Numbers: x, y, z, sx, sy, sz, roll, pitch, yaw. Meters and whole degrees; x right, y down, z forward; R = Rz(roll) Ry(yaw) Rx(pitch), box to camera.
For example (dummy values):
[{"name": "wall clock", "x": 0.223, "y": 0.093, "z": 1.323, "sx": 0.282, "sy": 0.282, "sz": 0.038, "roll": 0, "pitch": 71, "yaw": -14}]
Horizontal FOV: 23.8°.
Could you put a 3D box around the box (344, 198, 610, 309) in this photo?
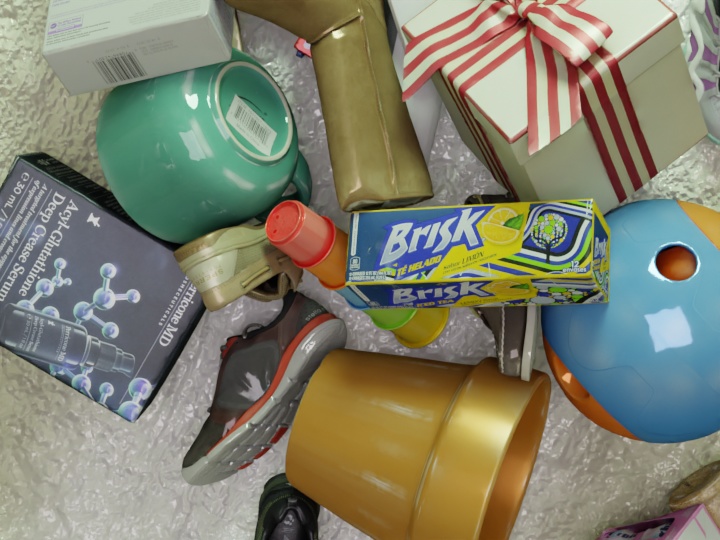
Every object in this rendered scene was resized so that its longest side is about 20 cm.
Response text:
[{"name": "box", "x": 0.092, "y": -0.011, "z": 1.338, "sx": 0.199, "sy": 0.070, "sz": 0.065, "roll": -3, "pitch": 70, "yaw": 20}]

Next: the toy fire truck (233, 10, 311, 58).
[{"name": "toy fire truck", "x": -0.110, "y": -0.219, "z": 1.468, "sx": 0.199, "sy": 0.049, "sz": 0.142, "roll": 33, "pitch": 97, "yaw": -3}]

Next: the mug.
[{"name": "mug", "x": -0.115, "y": -0.112, "z": 1.423, "sx": 0.114, "sy": 0.184, "sz": 0.153, "roll": -24, "pitch": 81, "yaw": 39}]

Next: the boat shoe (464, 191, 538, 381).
[{"name": "boat shoe", "x": 0.117, "y": 0.010, "z": 1.426, "sx": 0.059, "sy": 0.201, "sz": 0.072, "roll": 3, "pitch": 137, "yaw": -1}]

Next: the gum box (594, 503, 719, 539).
[{"name": "gum box", "x": 0.285, "y": 0.304, "z": 1.476, "sx": 0.113, "sy": 0.066, "sz": 0.201, "roll": -27, "pitch": 97, "yaw": 44}]

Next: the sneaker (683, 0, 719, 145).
[{"name": "sneaker", "x": 0.312, "y": -0.201, "z": 1.410, "sx": 0.077, "sy": 0.140, "sz": 0.202, "roll": -3, "pitch": 96, "yaw": 2}]

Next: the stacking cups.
[{"name": "stacking cups", "x": 0.000, "y": 0.000, "z": 1.423, "sx": 0.061, "sy": 0.061, "sz": 0.200, "roll": -47, "pitch": 137, "yaw": 6}]

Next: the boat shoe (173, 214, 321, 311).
[{"name": "boat shoe", "x": -0.083, "y": -0.004, "z": 1.421, "sx": 0.071, "sy": 0.200, "sz": 0.065, "roll": -28, "pitch": 84, "yaw": 30}]

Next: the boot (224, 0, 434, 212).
[{"name": "boot", "x": -0.024, "y": -0.146, "z": 1.350, "sx": 0.174, "sy": 0.066, "sz": 0.202, "roll": -8, "pitch": 85, "yaw": -40}]

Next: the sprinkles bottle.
[{"name": "sprinkles bottle", "x": 0.354, "y": 0.263, "z": 1.497, "sx": 0.068, "sy": 0.068, "sz": 0.200, "roll": -37, "pitch": 93, "yaw": 5}]

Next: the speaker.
[{"name": "speaker", "x": 0.041, "y": -0.189, "z": 1.452, "sx": 0.081, "sy": 0.081, "sz": 0.201, "roll": 13, "pitch": 97, "yaw": 0}]

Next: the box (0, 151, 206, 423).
[{"name": "box", "x": -0.236, "y": 0.012, "z": 1.469, "sx": 0.199, "sy": 0.107, "sz": 0.149, "roll": 30, "pitch": 96, "yaw": -2}]

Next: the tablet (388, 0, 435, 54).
[{"name": "tablet", "x": 0.108, "y": -0.254, "z": 1.419, "sx": 0.199, "sy": 0.014, "sz": 0.131, "roll": -29, "pitch": 114, "yaw": -21}]

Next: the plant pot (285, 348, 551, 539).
[{"name": "plant pot", "x": 0.043, "y": 0.154, "z": 1.444, "sx": 0.182, "sy": 0.200, "sz": 0.202, "roll": 18, "pitch": 97, "yaw": 15}]

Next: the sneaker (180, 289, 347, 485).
[{"name": "sneaker", "x": -0.097, "y": 0.101, "z": 1.504, "sx": 0.082, "sy": 0.077, "sz": 0.200, "roll": 43, "pitch": 96, "yaw": 24}]

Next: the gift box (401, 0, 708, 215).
[{"name": "gift box", "x": 0.148, "y": -0.145, "z": 1.358, "sx": 0.200, "sy": 0.187, "sz": 0.185, "roll": -40, "pitch": 53, "yaw": -6}]

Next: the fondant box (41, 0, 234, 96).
[{"name": "fondant box", "x": -0.174, "y": -0.248, "z": 1.392, "sx": 0.143, "sy": 0.058, "sz": 0.201, "roll": -10, "pitch": 54, "yaw": 15}]

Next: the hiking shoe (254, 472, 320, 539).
[{"name": "hiking shoe", "x": -0.073, "y": 0.284, "z": 1.496, "sx": 0.075, "sy": 0.101, "sz": 0.202, "roll": 1, "pitch": 96, "yaw": 2}]

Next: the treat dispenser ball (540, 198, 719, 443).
[{"name": "treat dispenser ball", "x": 0.249, "y": 0.042, "z": 1.409, "sx": 0.199, "sy": 0.201, "sz": 0.203, "roll": 0, "pitch": 96, "yaw": 2}]
